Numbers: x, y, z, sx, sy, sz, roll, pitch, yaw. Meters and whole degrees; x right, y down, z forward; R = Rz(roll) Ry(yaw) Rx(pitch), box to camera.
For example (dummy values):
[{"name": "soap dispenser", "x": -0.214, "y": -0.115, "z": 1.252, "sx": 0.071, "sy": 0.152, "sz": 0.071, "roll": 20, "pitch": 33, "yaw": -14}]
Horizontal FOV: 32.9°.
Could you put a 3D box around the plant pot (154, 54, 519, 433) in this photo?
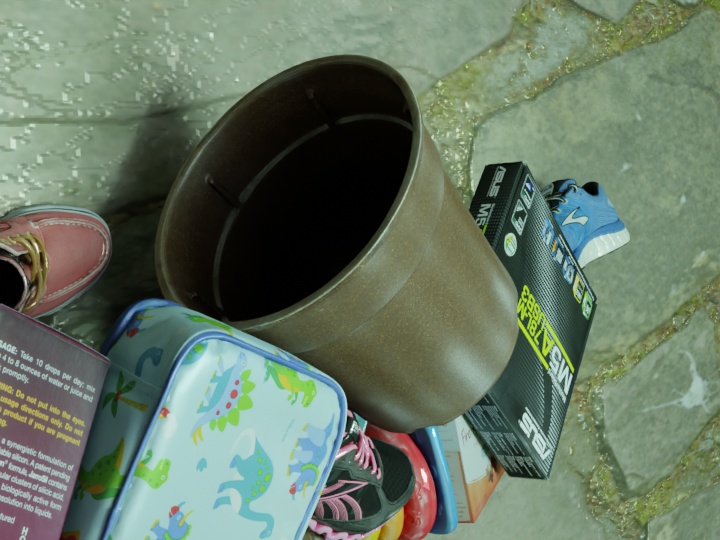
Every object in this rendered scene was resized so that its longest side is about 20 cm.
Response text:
[{"name": "plant pot", "x": 0.000, "y": 0.000, "z": 0.815, "sx": 0.198, "sy": 0.198, "sz": 0.203, "roll": 46, "pitch": 58, "yaw": -43}]

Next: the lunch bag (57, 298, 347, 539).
[{"name": "lunch bag", "x": -0.098, "y": 0.130, "z": 0.674, "sx": 0.160, "sy": 0.082, "sz": 0.203, "roll": 27, "pitch": 84, "yaw": -47}]

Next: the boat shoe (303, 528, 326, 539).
[{"name": "boat shoe", "x": -0.047, "y": 0.265, "z": 0.907, "sx": 0.074, "sy": 0.074, "sz": 0.205, "roll": -26, "pitch": 135, "yaw": -31}]

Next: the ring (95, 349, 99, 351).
[{"name": "ring", "x": -0.182, "y": 0.157, "z": 0.836, "sx": 0.199, "sy": 0.019, "sz": 0.204, "roll": 0, "pitch": 90, "yaw": -48}]

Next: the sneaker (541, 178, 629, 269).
[{"name": "sneaker", "x": 0.190, "y": -0.038, "z": 1.221, "sx": 0.199, "sy": 0.078, "sz": 0.090, "roll": -26, "pitch": 94, "yaw": -47}]

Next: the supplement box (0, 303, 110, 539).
[{"name": "supplement box", "x": -0.211, "y": 0.122, "z": 0.592, "sx": 0.085, "sy": 0.109, "sz": 0.203, "roll": 37, "pitch": 60, "yaw": -50}]

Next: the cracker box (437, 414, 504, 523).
[{"name": "cracker box", "x": 0.078, "y": 0.100, "z": 1.070, "sx": 0.134, "sy": 0.057, "sz": 0.203, "roll": -39, "pitch": 120, "yaw": -62}]

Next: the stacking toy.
[{"name": "stacking toy", "x": -0.027, "y": 0.190, "z": 0.961, "sx": 0.198, "sy": 0.115, "sz": 0.112, "roll": -22, "pitch": 104, "yaw": -34}]

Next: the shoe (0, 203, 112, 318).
[{"name": "shoe", "x": -0.214, "y": 0.005, "z": 0.743, "sx": 0.199, "sy": 0.090, "sz": 0.073, "roll": -20, "pitch": 105, "yaw": -46}]

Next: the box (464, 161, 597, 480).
[{"name": "box", "x": 0.134, "y": 0.045, "z": 1.050, "sx": 0.201, "sy": 0.047, "sz": 0.195, "roll": 55, "pitch": 45, "yaw": -39}]

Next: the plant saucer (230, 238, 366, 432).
[{"name": "plant saucer", "x": -0.068, "y": 0.079, "z": 0.886, "sx": 0.198, "sy": 0.027, "sz": 0.204, "roll": 1, "pitch": 89, "yaw": -44}]

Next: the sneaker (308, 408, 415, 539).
[{"name": "sneaker", "x": -0.020, "y": 0.131, "z": 0.838, "sx": 0.198, "sy": 0.095, "sz": 0.080, "roll": 13, "pitch": 45, "yaw": -45}]
